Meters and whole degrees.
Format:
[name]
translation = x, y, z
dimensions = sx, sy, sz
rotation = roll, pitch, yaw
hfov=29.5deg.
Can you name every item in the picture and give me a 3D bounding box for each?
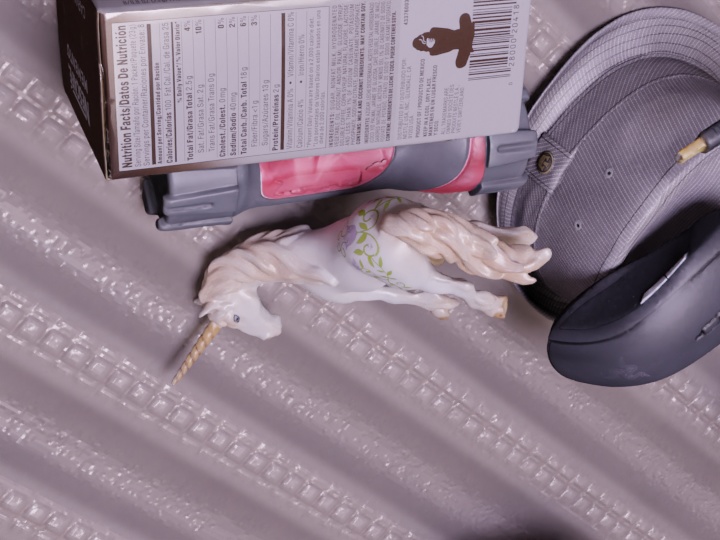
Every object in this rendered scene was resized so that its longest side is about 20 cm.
[unicorn figurine]
translation = 0.000, 0.000, 0.727
dimensions = 0.137, 0.074, 0.200
rotation = 9, 151, -28
[coffee box]
translation = -0.035, -0.111, 0.645
dimensions = 0.200, 0.114, 0.080
rotation = -8, 120, -18
[computer mouse]
translation = 0.182, -0.008, 0.723
dimensions = 0.200, 0.046, 0.140
rotation = -31, 134, 6
[flashlight]
translation = -0.010, -0.062, 0.711
dimensions = 0.200, 0.068, 0.068
rotation = -9, 117, -20
[fedora]
translation = 0.174, -0.042, 0.787
dimensions = 0.177, 0.090, 0.200
rotation = 27, 104, -33
